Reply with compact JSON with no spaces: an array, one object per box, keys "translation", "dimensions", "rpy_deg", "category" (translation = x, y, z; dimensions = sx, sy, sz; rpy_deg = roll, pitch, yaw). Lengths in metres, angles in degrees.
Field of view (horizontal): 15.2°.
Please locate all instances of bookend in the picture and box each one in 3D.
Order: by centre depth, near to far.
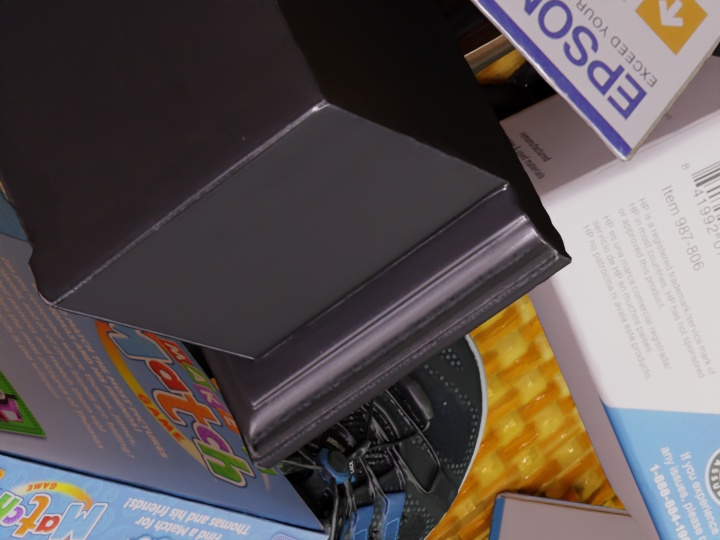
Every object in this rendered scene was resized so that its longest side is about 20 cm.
[{"translation":[-0.073,-0.075,0.568],"dimensions":[0.092,0.201,0.199],"rpy_deg":[-35,157,19],"category":"bookend"}]

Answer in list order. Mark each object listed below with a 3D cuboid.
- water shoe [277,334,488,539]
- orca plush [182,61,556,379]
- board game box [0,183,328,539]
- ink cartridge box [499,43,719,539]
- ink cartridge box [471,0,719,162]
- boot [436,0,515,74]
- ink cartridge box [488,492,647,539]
[{"translation":[-0.019,0.079,0.830],"dimensions":[0.200,0.072,0.079],"rpy_deg":[-43,-176,-28],"category":"water shoe"},{"translation":[0.000,0.000,0.867],"dimensions":[0.199,0.071,0.106],"rpy_deg":[-15,138,-33],"category":"orca plush"},{"translation":[-0.113,0.015,0.702],"dimensions":[0.037,0.151,0.200],"rpy_deg":[-51,144,15],"category":"board game box"},{"translation":[0.155,-0.013,0.854],"dimensions":[0.199,0.084,0.145],"rpy_deg":[-26,112,-3],"category":"ink cartridge box"},{"translation":[0.041,-0.157,0.604],"dimensions":[0.200,0.196,0.043],"rpy_deg":[-49,-167,-22],"category":"ink cartridge box"},{"translation":[0.063,-0.085,0.834],"dimensions":[0.200,0.075,0.097],"rpy_deg":[-39,143,-7],"category":"boot"},{"translation":[0.079,0.212,1.103],"dimensions":[0.085,0.147,0.200],"rpy_deg":[7,137,6],"category":"ink cartridge box"}]
